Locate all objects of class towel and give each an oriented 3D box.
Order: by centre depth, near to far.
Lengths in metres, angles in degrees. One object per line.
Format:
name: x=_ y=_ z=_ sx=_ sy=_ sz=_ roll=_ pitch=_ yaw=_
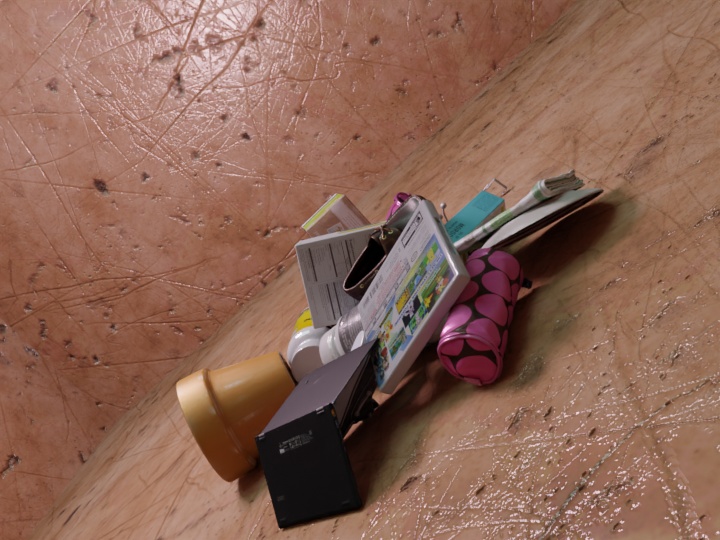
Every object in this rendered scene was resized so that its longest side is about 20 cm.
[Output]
towel: x=0.214 y=-0.079 z=1.021 sx=0.200 sy=0.031 sz=0.149 roll=-34 pitch=-10 yaw=37

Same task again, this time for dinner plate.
dinner plate: x=0.246 y=-0.070 z=0.992 sx=0.200 sy=0.024 sz=0.200 roll=-28 pitch=-8 yaw=-4

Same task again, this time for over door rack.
over door rack: x=0.195 y=-0.103 z=1.398 sx=0.200 sy=0.067 sz=0.148 roll=-39 pitch=13 yaw=27

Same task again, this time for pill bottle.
pill bottle: x=0.032 y=0.097 z=1.103 sx=0.200 sy=0.114 sz=0.114 roll=-35 pitch=14 yaw=37
pill bottle: x=-0.079 y=0.144 z=1.338 sx=0.112 sy=0.112 sz=0.200 roll=-41 pitch=11 yaw=12

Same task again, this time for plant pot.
plant pot: x=-0.196 y=0.241 z=1.250 sx=0.183 sy=0.200 sz=0.200 roll=-29 pitch=9 yaw=-6

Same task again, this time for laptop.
laptop: x=-0.044 y=0.219 z=0.947 sx=0.116 sy=0.200 sz=0.187 roll=-4 pitch=-20 yaw=-41

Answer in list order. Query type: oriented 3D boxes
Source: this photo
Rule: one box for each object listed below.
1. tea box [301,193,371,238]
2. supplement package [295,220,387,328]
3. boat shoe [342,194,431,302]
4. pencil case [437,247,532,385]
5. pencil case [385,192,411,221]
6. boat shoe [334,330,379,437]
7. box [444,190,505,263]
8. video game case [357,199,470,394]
tea box: x=-0.032 y=-0.079 z=1.788 sx=0.134 sy=0.200 sz=0.197 roll=-43 pitch=12 yaw=0
supplement package: x=0.000 y=0.000 z=1.255 sx=0.200 sy=0.151 sz=0.152 roll=-13 pitch=6 yaw=0
boat shoe: x=0.045 y=-0.037 z=1.133 sx=0.200 sy=0.070 sz=0.070 roll=-60 pitch=34 yaw=2
pencil case: x=0.156 y=0.058 z=0.882 sx=0.091 sy=0.094 sz=0.200 roll=10 pitch=36 yaw=18
pencil case: x=0.071 y=-0.060 z=1.406 sx=0.094 sy=0.091 sz=0.200 roll=-66 pitch=1 yaw=-58
boat shoe: x=-0.006 y=0.190 z=1.019 sx=0.072 sy=0.068 sz=0.200 roll=179 pitch=115 yaw=-80
box: x=0.161 y=-0.039 z=1.155 sx=0.049 sy=0.082 sz=0.200 roll=30 pitch=60 yaw=36
video game case: x=0.063 y=0.032 z=0.933 sx=0.200 sy=0.022 sz=0.182 roll=-59 pitch=26 yaw=26
